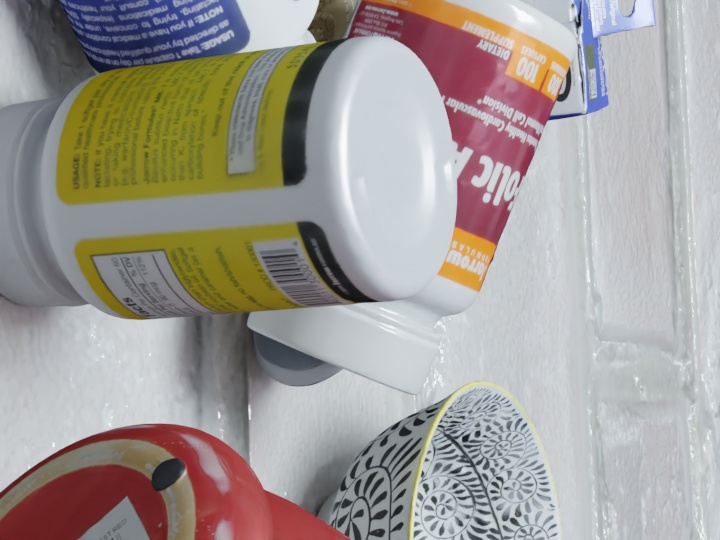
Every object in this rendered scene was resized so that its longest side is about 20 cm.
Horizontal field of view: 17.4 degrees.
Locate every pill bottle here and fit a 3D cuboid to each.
[{"bbox_3d":[-0.068,-0.037,1.040,0.114,0.200,0.114,14,74,-61],"label":"pill bottle"},{"bbox_3d":[0.023,-0.046,1.192,0.114,0.114,0.200,22,90,-59],"label":"pill bottle"},{"bbox_3d":[-0.087,-0.148,1.108,0.200,0.120,0.120,66,33,-33],"label":"pill bottle"}]

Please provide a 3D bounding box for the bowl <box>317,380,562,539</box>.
[{"bbox_3d":[0.032,0.165,1.314,0.201,0.094,0.201,17,70,-60],"label":"bowl"}]

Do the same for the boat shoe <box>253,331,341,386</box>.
[{"bbox_3d":[0.000,0.000,1.316,0.066,0.070,0.200,90,21,-49],"label":"boat shoe"}]

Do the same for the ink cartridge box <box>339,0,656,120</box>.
[{"bbox_3d":[0.057,-0.145,1.286,0.076,0.200,0.137,-25,109,-72],"label":"ink cartridge box"}]

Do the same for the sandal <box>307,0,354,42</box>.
[{"bbox_3d":[-0.039,-0.177,1.221,0.070,0.078,0.212,-178,-97,-80],"label":"sandal"}]

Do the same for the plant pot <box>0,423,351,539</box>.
[{"bbox_3d":[-0.079,0.175,1.001,0.183,0.200,0.201,51,43,-36],"label":"plant pot"}]
